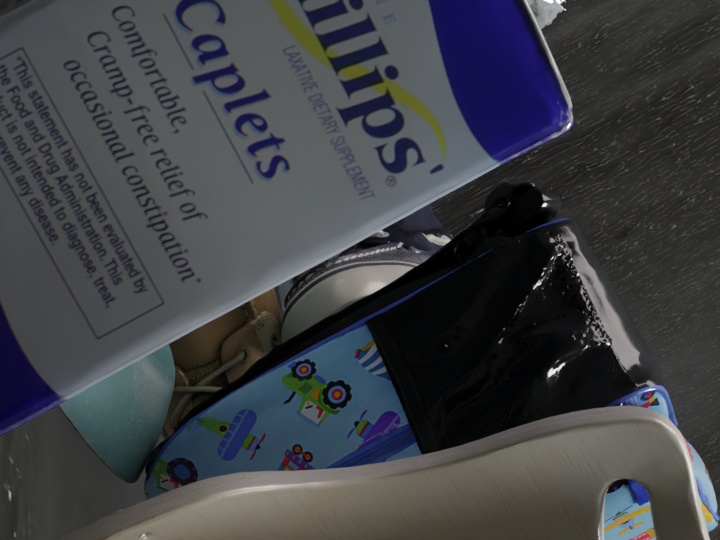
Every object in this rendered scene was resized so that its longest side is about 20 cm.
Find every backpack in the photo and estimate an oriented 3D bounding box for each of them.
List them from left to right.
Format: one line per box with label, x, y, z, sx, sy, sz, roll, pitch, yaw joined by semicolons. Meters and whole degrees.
backpack;0.024;0.082;0.954;0.135;0.199;0.183;62;0;20

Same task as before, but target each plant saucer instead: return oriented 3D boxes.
plant saucer;-0.121;-0.014;0.943;0.201;0.036;0.200;61;1;-1

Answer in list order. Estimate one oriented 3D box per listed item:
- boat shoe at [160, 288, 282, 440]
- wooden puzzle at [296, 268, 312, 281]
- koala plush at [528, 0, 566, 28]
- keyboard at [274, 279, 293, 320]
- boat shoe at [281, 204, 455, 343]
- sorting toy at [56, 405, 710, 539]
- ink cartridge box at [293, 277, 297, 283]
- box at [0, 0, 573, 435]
boat shoe;-0.061;0.048;1.072;0.065;0.071;0.201;-109;178;-50
wooden puzzle;0.035;0.071;1.217;0.185;0.037;0.201;26;36;-42
koala plush;0.014;-0.125;1.344;0.184;0.199;0.177;59;0;-20
keyboard;-0.022;0.080;1.126;0.056;0.011;0.201;92;-12;-55
boat shoe;0.000;0.000;1.131;0.093;0.075;0.200;56;14;18
sorting toy;0.033;0.130;0.651;0.201;0.179;0.107;62;1;10
ink cartridge box;-0.090;-0.020;1.299;0.148;0.085;0.200;62;0;15
box;-0.055;-0.056;0.744;0.105;0.199;0.184;61;1;-14
